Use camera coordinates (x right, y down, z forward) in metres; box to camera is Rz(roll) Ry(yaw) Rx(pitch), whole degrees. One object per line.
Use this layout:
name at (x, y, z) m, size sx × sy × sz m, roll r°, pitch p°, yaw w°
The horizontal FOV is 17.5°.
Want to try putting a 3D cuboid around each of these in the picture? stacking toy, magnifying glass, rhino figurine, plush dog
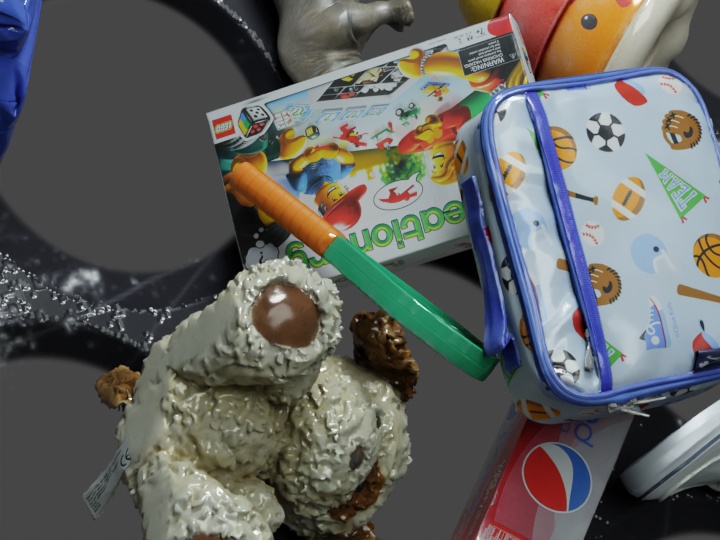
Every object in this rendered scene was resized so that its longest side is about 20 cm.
stacking toy at (0.112, -0.180, 1.545) m, size 0.200 × 0.146 × 0.146 m, roll 30°, pitch 58°, yaw 11°
magnifying glass at (0.000, 0.000, 1.362) m, size 0.200 × 0.080 × 0.022 m, roll 40°, pitch 95°, yaw 24°
rhino figurine at (-0.013, -0.158, 1.498) m, size 0.087 × 0.060 × 0.200 m, roll -13°, pitch 74°, yaw -7°
plush dog at (-0.048, 0.098, 1.348) m, size 0.172 × 0.160 × 0.200 m, roll 18°, pitch 86°, yaw -33°

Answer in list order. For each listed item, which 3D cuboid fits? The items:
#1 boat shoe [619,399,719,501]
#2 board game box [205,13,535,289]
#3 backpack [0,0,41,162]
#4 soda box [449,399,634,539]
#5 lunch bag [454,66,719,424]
boat shoe at (0.254, 0.108, 1.491) m, size 0.200 × 0.074 × 0.067 m, roll -27°, pitch 78°, yaw -31°
board game box at (0.016, -0.064, 1.420) m, size 0.200 × 0.035 × 0.126 m, roll -18°, pitch 74°, yaw 10°
backpack at (-0.281, -0.170, 1.329) m, size 0.200 × 0.168 × 0.163 m, roll 13°, pitch 57°, yaw -14°
soda box at (0.116, 0.113, 1.430) m, size 0.063 × 0.070 × 0.200 m, roll 30°, pitch 58°, yaw -5°
lunch bag at (0.138, -0.011, 1.332) m, size 0.160 × 0.076 × 0.200 m, roll -8°, pitch 78°, yaw -23°
